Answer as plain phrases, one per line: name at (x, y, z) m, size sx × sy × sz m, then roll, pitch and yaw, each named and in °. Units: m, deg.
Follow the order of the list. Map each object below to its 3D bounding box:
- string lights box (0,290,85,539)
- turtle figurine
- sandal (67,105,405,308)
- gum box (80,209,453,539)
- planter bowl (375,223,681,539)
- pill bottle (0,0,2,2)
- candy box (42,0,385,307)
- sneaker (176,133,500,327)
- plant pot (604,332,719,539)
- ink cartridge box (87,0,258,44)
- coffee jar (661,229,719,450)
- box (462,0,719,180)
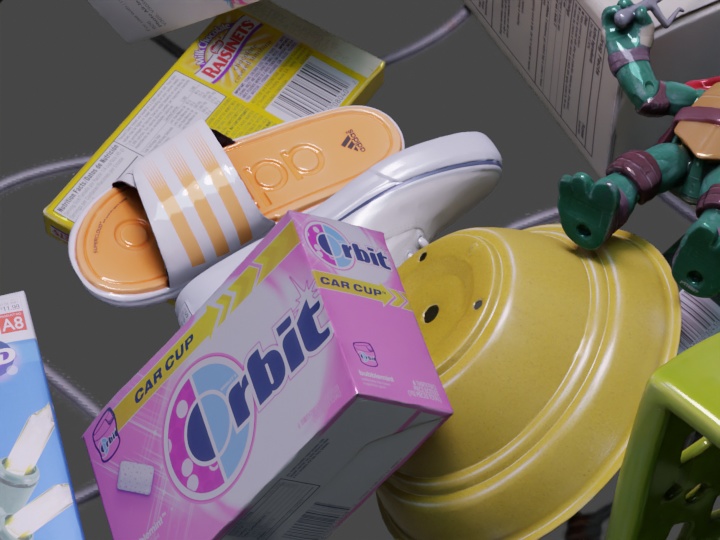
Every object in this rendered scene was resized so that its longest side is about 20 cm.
string lights box at (-0.199, 0.115, 1.521) m, size 0.102 × 0.059 × 0.201 m, roll -13°, pitch 55°, yaw -8°
turtle figurine at (0.185, -0.074, 1.515) m, size 0.149 × 0.101 × 0.200 m, roll 9°, pitch 43°, yaw 29°
sandal at (-0.068, -0.053, 1.615) m, size 0.206 × 0.059 × 0.079 m, roll -27°, pitch 62°, yaw -21°
gum box at (-0.053, 0.080, 1.475) m, size 0.066 × 0.200 × 0.114 m, roll 14°, pitch 42°, yaw -40°
planter bowl at (0.058, 0.041, 1.495) m, size 0.200 × 0.083 × 0.201 m, roll -31°, pitch 36°, yaw 27°
pill bottle at (-0.283, -0.242, 1.749) m, size 0.112 × 0.112 × 0.200 m, roll -29°, pitch 58°, yaw -20°
candy box at (-0.080, -0.070, 1.678) m, size 0.102 × 0.026 × 0.200 m, roll 28°, pitch 58°, yaw 19°
sneaker at (0.000, 0.000, 1.600) m, size 0.199 × 0.073 × 0.071 m, roll -32°, pitch 69°, yaw -11°
plant pot at (0.251, 0.124, 1.442) m, size 0.200 × 0.200 × 0.181 m, roll 39°, pitch 55°, yaw 25°
ink cartridge box at (-0.065, -0.224, 1.689) m, size 0.199 × 0.088 × 0.146 m, roll -15°, pitch 38°, yaw 46°
coffee jar at (0.207, 0.007, 1.576) m, size 0.085 × 0.104 × 0.200 m, roll 41°, pitch 62°, yaw 16°
box at (0.137, -0.173, 1.692) m, size 0.109 × 0.128 × 0.200 m, roll -24°, pitch 58°, yaw -18°
